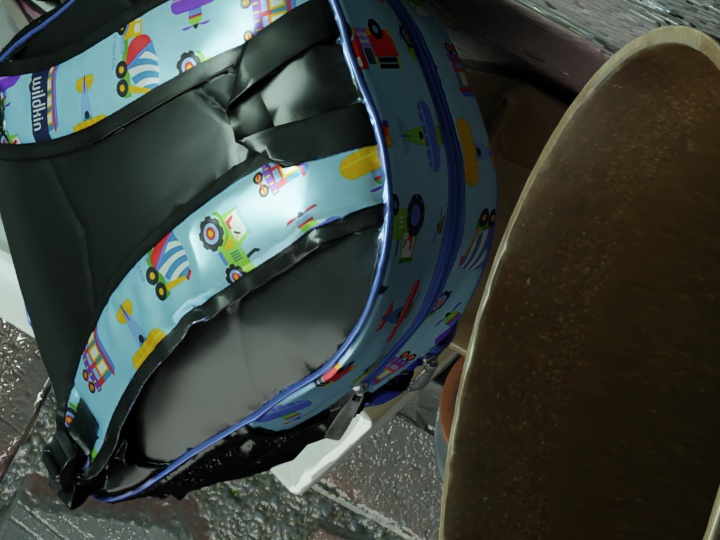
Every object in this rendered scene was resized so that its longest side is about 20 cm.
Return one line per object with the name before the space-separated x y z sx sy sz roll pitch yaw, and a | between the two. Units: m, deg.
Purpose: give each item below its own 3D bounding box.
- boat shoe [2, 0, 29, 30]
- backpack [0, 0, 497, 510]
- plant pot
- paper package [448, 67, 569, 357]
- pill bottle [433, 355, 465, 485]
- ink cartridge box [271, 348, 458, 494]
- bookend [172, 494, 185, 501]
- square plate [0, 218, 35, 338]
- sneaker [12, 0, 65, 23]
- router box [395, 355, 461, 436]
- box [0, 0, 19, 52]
boat shoe | -0.157 -0.090 1.120 0.062 0.075 0.200 -11 167 -31
backpack | -0.032 -0.032 0.878 0.134 0.183 0.200 -6 162 -41
plant pot | 0.146 0.053 0.658 0.199 0.188 0.187 14 -177 -16
paper package | 0.095 0.005 1.046 0.199 0.104 0.191 28 -179 -16
pill bottle | 0.098 0.091 1.246 0.106 0.107 0.200 28 173 25
ink cartridge box | 0.000 0.000 1.168 0.117 0.067 0.200 46 -141 3
bookend | -0.110 -0.026 1.338 0.200 0.199 0.092 39 175 23
square plate | -0.140 -0.071 1.247 0.199 0.199 0.028 28 163 18
sneaker | -0.101 -0.117 0.998 0.086 0.080 0.200 49 172 46
router box | 0.018 -0.005 1.414 0.199 0.149 0.051 29 144 17
box | -0.270 -0.108 0.954 0.199 0.200 0.131 56 167 -24
